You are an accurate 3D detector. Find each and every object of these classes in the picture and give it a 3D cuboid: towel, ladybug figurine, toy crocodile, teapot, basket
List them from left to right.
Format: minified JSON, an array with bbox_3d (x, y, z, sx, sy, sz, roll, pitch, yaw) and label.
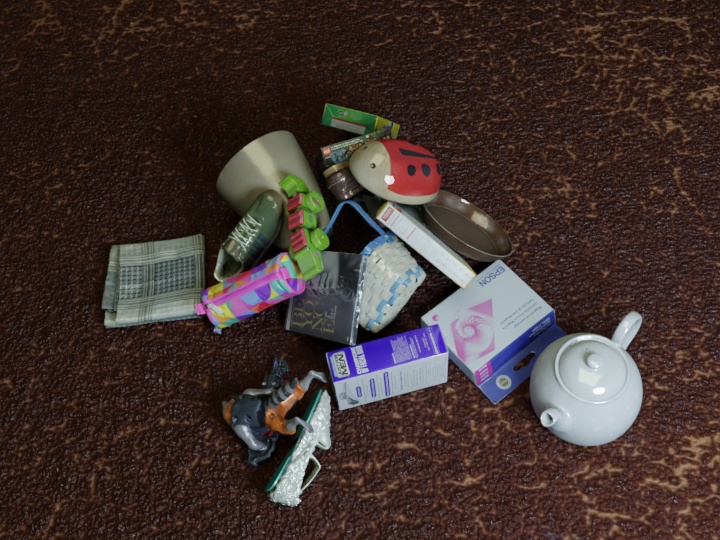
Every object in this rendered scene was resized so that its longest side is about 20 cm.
[{"bbox_3d":[-0.395,0.016,1.552,0.197,0.035,0.195,-8,57,1],"label":"towel"},{"bbox_3d":[-0.102,-0.078,1.424,0.067,0.061,0.203,-26,60,31],"label":"toy crocodile"},{"bbox_3d":[0.000,0.000,1.445,0.200,0.177,0.139,41,29,8],"label":"basket"},{"bbox_3d":[0.072,-0.183,1.439,0.198,0.072,0.137,0,50,-39],"label":"ladybug figurine"},{"bbox_3d":[0.372,0.174,1.312,0.194,0.147,0.202,-3,55,3],"label":"teapot"}]

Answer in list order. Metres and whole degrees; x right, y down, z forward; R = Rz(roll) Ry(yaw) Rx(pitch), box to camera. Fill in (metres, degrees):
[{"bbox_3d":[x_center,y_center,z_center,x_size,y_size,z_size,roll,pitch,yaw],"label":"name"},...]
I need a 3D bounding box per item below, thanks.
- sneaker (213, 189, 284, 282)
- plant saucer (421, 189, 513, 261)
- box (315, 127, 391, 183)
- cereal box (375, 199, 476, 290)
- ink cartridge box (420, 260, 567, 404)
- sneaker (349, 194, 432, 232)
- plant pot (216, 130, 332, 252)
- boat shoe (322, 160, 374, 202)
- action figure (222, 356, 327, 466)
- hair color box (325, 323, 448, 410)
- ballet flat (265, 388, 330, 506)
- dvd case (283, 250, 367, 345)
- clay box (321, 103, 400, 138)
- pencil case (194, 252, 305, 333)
[{"bbox_3d":[-0.209,-0.052,1.476,0.067,0.201,0.090,39,34,11],"label":"sneaker"},{"bbox_3d":[0.191,-0.079,1.504,0.198,0.035,0.201,26,27,-14],"label":"plant saucer"},{"bbox_3d":[-0.016,-0.222,1.583,0.135,0.200,0.038,-17,89,-7],"label":"box"},{"bbox_3d":[0.114,-0.052,1.445,0.199,0.144,0.040,39,98,-4],"label":"cereal box"},{"bbox_3d":[0.241,0.102,1.435,0.195,0.044,0.200,-35,59,-17],"label":"ink cartridge box"},{"bbox_3d":[0.060,-0.102,1.575,0.093,0.071,0.200,-41,60,-12],"label":"sneaker"},{"bbox_3d":[-0.147,-0.128,1.554,0.186,0.188,0.201,-32,74,-16],"label":"plant pot"},{"bbox_3d":[0.007,-0.169,1.515,0.199,0.070,0.071,-23,82,-49],"label":"boat shoe"},{"bbox_3d":[-0.152,0.210,1.350,0.191,0.105,0.202,-19,46,27],"label":"action figure"},{"bbox_3d":[0.046,0.164,1.370,0.197,0.110,0.065,-15,56,-6],"label":"hair color box"},{"bbox_3d":[-0.088,0.296,1.332,0.071,0.072,0.202,19,62,17],"label":"ballet flat"},{"bbox_3d":[-0.065,0.041,1.410,0.199,0.016,0.151,7,88,51],"label":"dvd case"},{"bbox_3d":[0.007,-0.297,1.661,0.113,0.200,0.048,17,98,16],"label":"clay box"},{"bbox_3d":[-0.195,0.038,1.449,0.198,0.088,0.089,-25,53,22],"label":"pencil case"}]
